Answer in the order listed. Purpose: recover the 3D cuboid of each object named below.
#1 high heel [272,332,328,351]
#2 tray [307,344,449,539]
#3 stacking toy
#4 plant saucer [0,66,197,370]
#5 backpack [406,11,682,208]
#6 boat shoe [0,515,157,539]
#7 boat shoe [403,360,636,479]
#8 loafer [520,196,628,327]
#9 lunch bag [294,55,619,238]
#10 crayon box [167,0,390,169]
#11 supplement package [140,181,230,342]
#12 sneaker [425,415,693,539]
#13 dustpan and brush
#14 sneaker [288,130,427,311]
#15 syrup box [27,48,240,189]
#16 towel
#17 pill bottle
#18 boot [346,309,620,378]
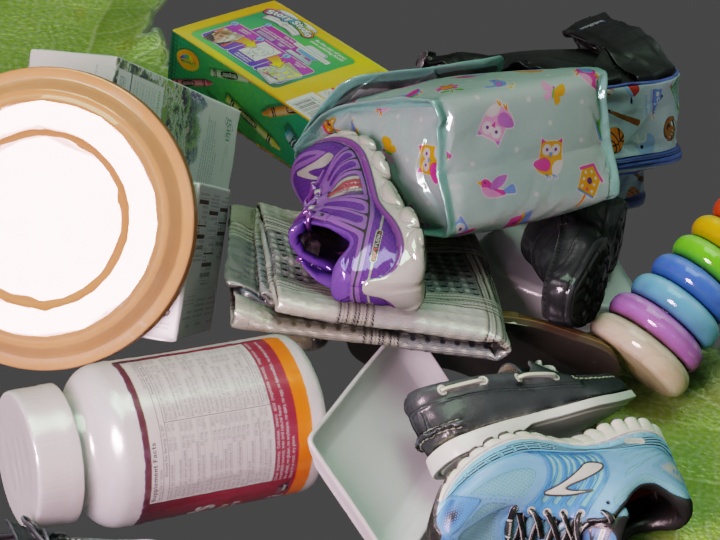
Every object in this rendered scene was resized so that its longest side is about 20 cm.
[{"bbox_3d":[-0.007,0.001,1.740,0.142,0.072,0.200,-7,27,-13],"label":"high heel"},{"bbox_3d":[0.022,0.117,1.553,0.108,0.022,0.200,56,29,-8],"label":"tray"},{"bbox_3d":[0.260,-0.008,1.701,0.085,0.085,0.200,33,81,35],"label":"stacking toy"},{"bbox_3d":[-0.207,-0.034,1.509,0.200,0.201,0.032,10,1,4],"label":"plant saucer"},{"bbox_3d":[0.165,-0.120,1.867,0.200,0.155,0.190,-15,10,-27],"label":"backpack"},{"bbox_3d":[-0.203,0.189,1.422,0.199,0.062,0.075,-4,32,-19],"label":"boat shoe"},{"bbox_3d":[0.113,0.091,1.594,0.200,0.076,0.060,-9,66,-48],"label":"boat shoe"},{"bbox_3d":[0.152,-0.010,1.710,0.070,0.068,0.201,10,22,10],"label":"loafer"},{"bbox_3d":[0.067,-0.093,1.710,0.170,0.122,0.200,-12,10,-32],"label":"lunch bag"},{"bbox_3d":[-0.060,-0.160,1.994,0.119,0.058,0.200,-21,42,-37],"label":"crayon box"},{"bbox_3d":[-0.184,-0.018,1.624,0.155,0.111,0.200,9,0,3],"label":"supplement package"},{"bbox_3d":[0.136,0.156,1.528,0.200,0.079,0.090,-12,43,-24],"label":"sneaker"},{"bbox_3d":[0.102,0.012,1.775,0.199,0.057,0.140,3,31,-19],"label":"dustpan and brush"},{"bbox_3d":[-0.017,-0.039,1.598,0.083,0.081,0.200,-2,26,-18],"label":"sneaker"},{"bbox_3d":[-0.176,-0.109,1.776,0.081,0.079,0.200,7,-5,25],"label":"syrup box"},{"bbox_3d":[0.000,0.000,1.641,0.199,0.035,0.193,6,25,-7],"label":"towel"},{"bbox_3d":[-0.131,0.109,1.513,0.200,0.110,0.110,-9,36,-25],"label":"pill bottle"},{"bbox_3d":[0.095,0.041,1.690,0.199,0.074,0.076,12,39,4],"label":"boot"}]
